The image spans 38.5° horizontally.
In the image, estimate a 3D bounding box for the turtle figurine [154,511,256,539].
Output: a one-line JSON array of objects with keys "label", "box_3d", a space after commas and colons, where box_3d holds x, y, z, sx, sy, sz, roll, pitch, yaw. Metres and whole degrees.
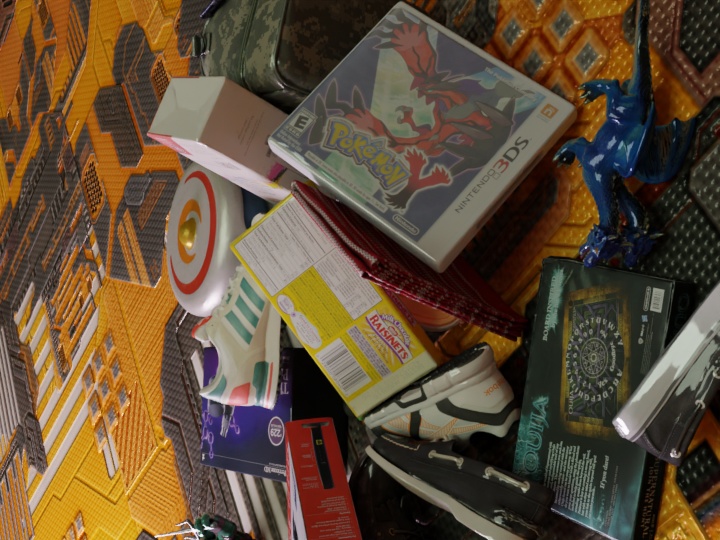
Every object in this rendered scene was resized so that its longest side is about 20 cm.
[{"label": "turtle figurine", "box_3d": [-0.156, 0.342, 1.192, 0.199, 0.100, 0.151, 13, 112, 39]}]

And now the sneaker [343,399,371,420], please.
[{"label": "sneaker", "box_3d": [-0.027, 0.056, 1.028, 0.077, 0.083, 0.201, 81, 174, -71]}]

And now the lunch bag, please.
[{"label": "lunch bag", "box_3d": [-0.046, -0.206, 1.014, 0.167, 0.199, 0.141, -5, 74, 53]}]

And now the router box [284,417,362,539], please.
[{"label": "router box", "box_3d": [-0.036, 0.274, 0.977, 0.180, 0.048, 0.201, -109, 17, -55]}]

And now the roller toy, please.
[{"label": "roller toy", "box_3d": [-0.140, -0.037, 1.168, 0.200, 0.139, 0.184, 35, 115, 55]}]

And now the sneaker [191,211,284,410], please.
[{"label": "sneaker", "box_3d": [-0.124, 0.040, 1.043, 0.070, 0.093, 0.202, -179, 91, -84]}]

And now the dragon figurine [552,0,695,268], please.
[{"label": "dragon figurine", "box_3d": [0.208, -0.100, 0.772, 0.099, 0.059, 0.201, 42, 117, 47]}]

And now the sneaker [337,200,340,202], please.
[{"label": "sneaker", "box_3d": [0.000, -0.071, 1.049, 0.200, 0.073, 0.082, 26, 111, 54]}]

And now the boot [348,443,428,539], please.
[{"label": "boot", "box_3d": [0.068, 0.262, 0.930, 0.173, 0.069, 0.202, -1, 92, 51]}]

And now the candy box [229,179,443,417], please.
[{"label": "candy box", "box_3d": [-0.023, 0.027, 0.932, 0.102, 0.026, 0.201, -36, 92, 26]}]

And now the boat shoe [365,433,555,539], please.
[{"label": "boat shoe", "box_3d": [0.080, 0.172, 0.863, 0.200, 0.074, 0.061, 19, 76, 55]}]

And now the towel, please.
[{"label": "towel", "box_3d": [0.043, -0.010, 0.875, 0.023, 0.199, 0.145, -56, 41, 13]}]

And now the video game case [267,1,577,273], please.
[{"label": "video game case", "box_3d": [0.050, -0.121, 0.876, 0.200, 0.023, 0.182, 37, 77, 24]}]

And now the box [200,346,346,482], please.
[{"label": "box", "box_3d": [-0.100, 0.156, 1.156, 0.199, 0.078, 0.142, -6, 84, 53]}]

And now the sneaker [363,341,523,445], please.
[{"label": "sneaker", "box_3d": [0.070, 0.132, 0.927, 0.080, 0.074, 0.200, 55, 149, 1]}]

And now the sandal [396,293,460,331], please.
[{"label": "sandal", "box_3d": [0.004, -0.007, 0.967, 0.205, 0.059, 0.080, 18, 66, 19]}]

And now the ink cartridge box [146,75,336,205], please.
[{"label": "ink cartridge box", "box_3d": [-0.090, -0.112, 0.996, 0.116, 0.199, 0.068, 16, 81, 54]}]

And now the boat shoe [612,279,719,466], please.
[{"label": "boat shoe", "box_3d": [0.252, 0.049, 0.693, 0.066, 0.070, 0.201, 38, 106, 14]}]

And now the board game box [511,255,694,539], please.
[{"label": "board game box", "box_3d": [0.184, 0.096, 0.808, 0.135, 0.028, 0.202, 16, 99, 54]}]
